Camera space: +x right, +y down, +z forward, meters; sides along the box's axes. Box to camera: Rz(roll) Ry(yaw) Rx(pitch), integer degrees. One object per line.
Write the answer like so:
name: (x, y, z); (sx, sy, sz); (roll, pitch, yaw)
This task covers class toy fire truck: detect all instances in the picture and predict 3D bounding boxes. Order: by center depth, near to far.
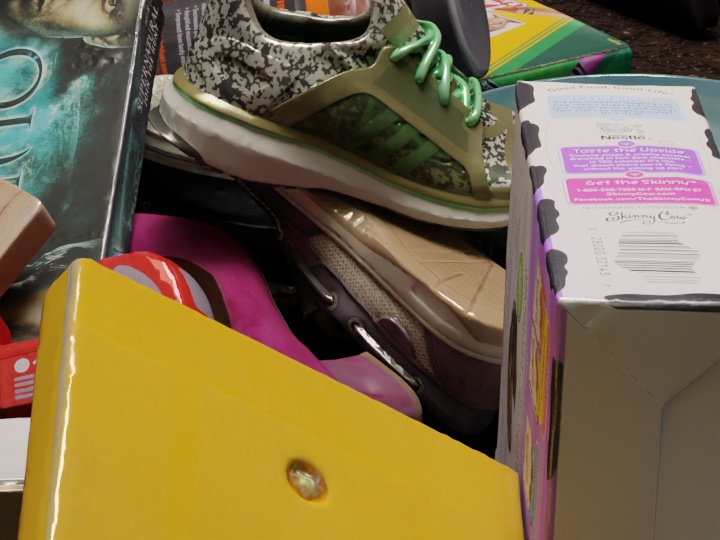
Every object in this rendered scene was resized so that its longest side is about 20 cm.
toy fire truck: (-0.155, 0.013, 0.987); (0.199, 0.049, 0.142); (-12, 57, 8)

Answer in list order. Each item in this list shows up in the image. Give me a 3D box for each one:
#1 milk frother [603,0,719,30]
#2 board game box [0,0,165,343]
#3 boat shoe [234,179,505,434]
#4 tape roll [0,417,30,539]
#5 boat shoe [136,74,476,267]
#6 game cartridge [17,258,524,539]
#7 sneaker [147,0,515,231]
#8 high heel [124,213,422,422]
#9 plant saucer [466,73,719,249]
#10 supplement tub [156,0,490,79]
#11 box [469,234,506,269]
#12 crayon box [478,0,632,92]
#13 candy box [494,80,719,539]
milk frother: (0.222, -0.260, 1.513); (0.180, 0.201, 0.188); (-18, 29, -27)
board game box: (-0.161, -0.038, 1.081); (0.134, 0.028, 0.201); (-7, 52, 14)
boat shoe: (0.000, 0.000, 1.059); (0.072, 0.065, 0.200); (5, 24, -43)
tape roll: (-0.114, 0.123, 0.809); (0.201, 0.071, 0.203); (1, 24, 0)
boat shoe: (-0.020, -0.034, 1.174); (0.199, 0.063, 0.075); (15, 40, -2)
game cartridge: (-0.023, 0.105, 0.739); (0.176, 0.032, 0.201); (28, 37, -22)
sneaker: (0.016, -0.075, 1.031); (0.199, 0.089, 0.077); (9, 25, -11)
high heel: (-0.073, 0.028, 1.019); (0.199, 0.068, 0.096); (25, 23, 37)
plant saucer: (0.117, -0.045, 1.120); (0.199, 0.028, 0.200); (-3, 22, 1)
supplement tub: (-0.040, -0.109, 1.228); (0.199, 0.108, 0.107); (-11, 20, 18)
box: (0.166, 0.006, 1.096); (0.199, 0.051, 0.158); (-8, 26, -17)
crayon box: (0.040, -0.112, 1.351); (0.118, 0.059, 0.200); (-15, 28, -30)
candy box: (0.089, 0.045, 0.864); (0.071, 0.169, 0.200); (1, 24, -1)
